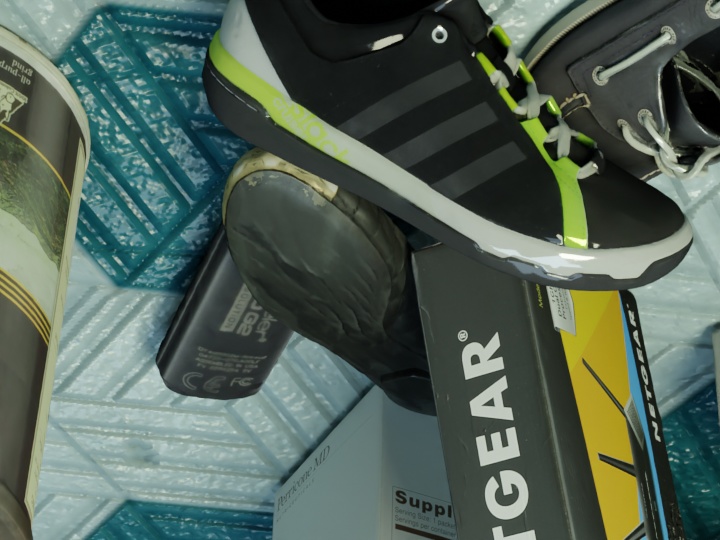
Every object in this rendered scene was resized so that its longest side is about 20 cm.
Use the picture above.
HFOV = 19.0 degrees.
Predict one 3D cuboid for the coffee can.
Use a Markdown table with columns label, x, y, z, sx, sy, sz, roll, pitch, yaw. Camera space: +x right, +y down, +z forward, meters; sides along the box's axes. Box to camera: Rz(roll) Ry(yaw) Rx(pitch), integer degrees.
| label | x | y | z | sx | sy | sz | roll | pitch | yaw |
| --- | --- | --- | --- | --- | --- | --- | --- | --- | --- |
| coffee can | -0.184 | 0.019 | 0.812 | 0.145 | 0.201 | 0.147 | 1 | 141 | 1 |

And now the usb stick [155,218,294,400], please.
| label | x | y | z | sx | sy | sz | roll | pitch | yaw |
| --- | --- | --- | --- | --- | --- | --- | --- | --- | --- |
| usb stick | -0.037 | -0.008 | 0.906 | 0.055 | 0.033 | 0.200 | 7 | 142 | -20 |

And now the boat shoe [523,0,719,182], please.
| label | x | y | z | sx | sy | sz | roll | pitch | yaw |
| --- | --- | --- | --- | --- | --- | --- | --- | --- | --- |
| boat shoe | 0.114 | -0.068 | 0.796 | 0.072 | 0.063 | 0.200 | 20 | 140 | -25 |

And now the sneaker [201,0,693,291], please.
| label | x | y | z | sx | sy | sz | roll | pitch | yaw |
| --- | --- | --- | --- | --- | --- | --- | --- | --- | --- |
| sneaker | 0.035 | -0.061 | 0.776 | 0.198 | 0.072 | 0.083 | 23 | 113 | 0 |

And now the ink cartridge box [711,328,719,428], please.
| label | x | y | z | sx | sy | sz | roll | pitch | yaw |
| --- | --- | --- | --- | --- | --- | --- | --- | --- | --- |
| ink cartridge box | 0.272 | 0.060 | 0.931 | 0.199 | 0.084 | 0.146 | -24 | 134 | 31 |

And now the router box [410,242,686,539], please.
| label | x | y | z | sx | sy | sz | roll | pitch | yaw |
| --- | --- | --- | --- | --- | --- | --- | --- | --- | --- |
| router box | 0.085 | 0.095 | 0.859 | 0.051 | 0.202 | 0.149 | -17 | 162 | 22 |

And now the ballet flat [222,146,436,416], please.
| label | x | y | z | sx | sy | sz | roll | pitch | yaw |
| --- | --- | --- | --- | --- | --- | --- | --- | --- | --- |
| ballet flat | 0.000 | 0.000 | 0.871 | 0.066 | 0.057 | 0.200 | -8 | 150 | 24 |

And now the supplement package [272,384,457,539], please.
| label | x | y | z | sx | sy | sz | roll | pitch | yaw |
| --- | --- | --- | --- | --- | --- | --- | --- | --- | --- |
| supplement package | 0.031 | 0.175 | 0.994 | 0.119 | 0.201 | 0.121 | 19 | 138 | -20 |
